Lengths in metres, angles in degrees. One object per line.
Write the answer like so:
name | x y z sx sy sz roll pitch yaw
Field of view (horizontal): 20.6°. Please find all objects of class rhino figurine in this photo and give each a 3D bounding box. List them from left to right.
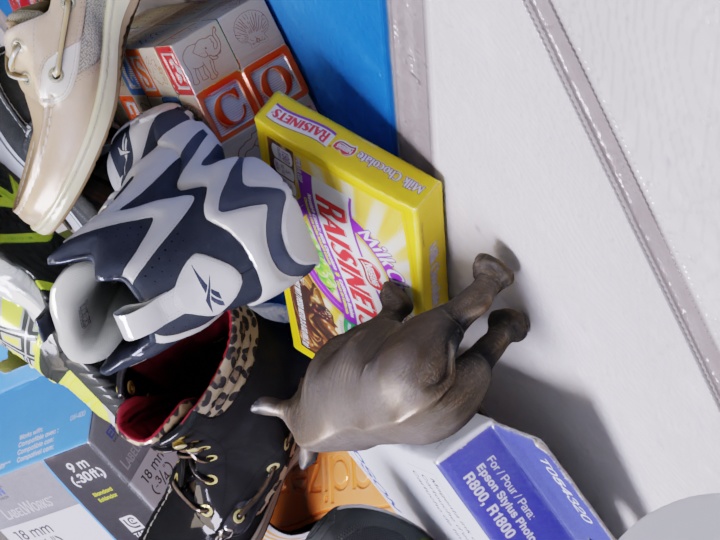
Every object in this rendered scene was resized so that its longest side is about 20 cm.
rhino figurine | 0.006 0.054 0.974 0.060 0.088 0.200 45 152 -13

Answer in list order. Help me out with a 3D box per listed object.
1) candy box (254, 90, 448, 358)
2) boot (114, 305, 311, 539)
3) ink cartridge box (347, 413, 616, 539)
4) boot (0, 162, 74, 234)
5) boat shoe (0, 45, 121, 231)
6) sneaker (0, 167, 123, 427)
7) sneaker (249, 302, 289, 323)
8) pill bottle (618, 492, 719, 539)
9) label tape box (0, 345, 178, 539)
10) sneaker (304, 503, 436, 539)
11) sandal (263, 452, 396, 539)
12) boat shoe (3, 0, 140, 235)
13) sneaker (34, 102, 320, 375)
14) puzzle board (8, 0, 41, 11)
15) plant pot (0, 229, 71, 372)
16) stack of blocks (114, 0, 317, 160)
candy box | 0.000 0.000 1.027 0.102 0.026 0.201 28 151 23
boot | -0.095 0.103 1.147 0.073 0.200 0.150 40 -177 29
ink cartridge box | 0.082 0.149 1.017 0.197 0.043 0.200 54 166 -20
boot | -0.179 -0.039 1.210 0.132 0.199 0.070 60 164 6
boat shoe | -0.153 -0.062 1.135 0.200 0.068 0.057 50 145 16
sneaker | -0.193 0.018 1.165 0.076 0.076 0.200 -34 102 36
sneaker | -0.102 0.062 1.305 0.199 0.077 0.082 13 149 38
pill bottle | 0.157 0.192 0.812 0.114 0.114 0.201 40 156 45
label tape box | -0.191 0.133 1.319 0.144 0.063 0.200 -22 117 40
sneaker | 0.054 0.189 1.005 0.200 0.075 0.084 43 162 -22
sandal | -0.036 0.125 1.228 0.206 0.059 0.080 -18 75 53
boat shoe | -0.158 -0.120 1.048 0.072 0.064 0.202 -135 61 -68
sneaker | -0.118 -0.012 0.997 0.199 0.129 0.080 34 150 53
puzzle board | -0.215 -0.173 1.383 0.151 0.017 0.201 39 155 47
plant pot | -0.147 0.090 1.415 0.199 0.187 0.188 25 146 34
stack of blocks | -0.087 -0.086 1.106 0.116 0.058 0.200 63 162 -15
